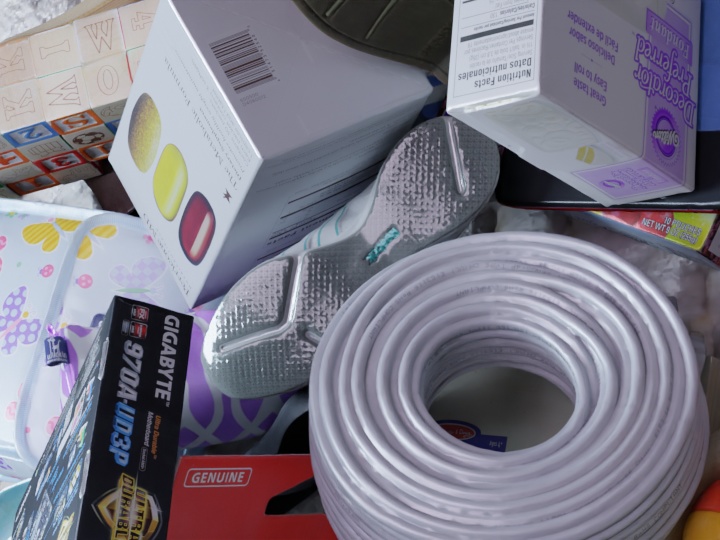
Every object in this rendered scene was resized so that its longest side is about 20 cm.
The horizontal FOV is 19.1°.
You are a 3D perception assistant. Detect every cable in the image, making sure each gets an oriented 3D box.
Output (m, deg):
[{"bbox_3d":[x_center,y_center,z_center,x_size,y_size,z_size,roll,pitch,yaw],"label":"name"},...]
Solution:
[{"bbox_3d":[0.072,0.071,1.055,0.199,0.069,0.201,2,52,7],"label":"cable"}]

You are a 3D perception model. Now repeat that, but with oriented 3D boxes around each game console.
[{"bbox_3d":[0.160,-0.126,1.123,0.176,0.031,0.201,4,75,37],"label":"game console"}]

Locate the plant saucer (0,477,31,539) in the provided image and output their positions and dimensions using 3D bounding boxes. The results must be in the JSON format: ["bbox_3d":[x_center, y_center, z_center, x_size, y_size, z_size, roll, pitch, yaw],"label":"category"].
[{"bbox_3d":[-0.174,0.217,1.216,0.199,0.027,0.201,-9,75,35],"label":"plant saucer"}]

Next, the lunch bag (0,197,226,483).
[{"bbox_3d":[-0.165,0.052,1.309,0.199,0.127,0.170,11,75,35],"label":"lunch bag"}]

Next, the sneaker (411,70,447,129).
[{"bbox_3d":[0.007,-0.133,1.232,0.080,0.146,0.201,16,84,39],"label":"sneaker"}]

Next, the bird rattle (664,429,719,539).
[{"bbox_3d":[0.205,0.126,1.021,0.163,0.113,0.201,8,78,41],"label":"bird rattle"}]

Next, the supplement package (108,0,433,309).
[{"bbox_3d":[-0.056,-0.080,1.193,0.114,0.109,0.200,60,155,15],"label":"supplement package"}]

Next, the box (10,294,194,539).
[{"bbox_3d":[-0.141,0.135,1.077,0.159,0.046,0.200,-87,19,-45],"label":"box"}]

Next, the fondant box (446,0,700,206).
[{"bbox_3d":[0.111,-0.150,1.060,0.058,0.144,0.201,-8,68,38],"label":"fondant box"}]

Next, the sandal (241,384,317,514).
[{"bbox_3d":[-0.026,0.111,1.203,0.200,0.076,0.043,-44,51,47],"label":"sandal"}]

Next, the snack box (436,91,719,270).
[{"bbox_3d":[0.145,-0.096,1.177,0.200,0.053,0.143,22,87,39],"label":"snack box"}]

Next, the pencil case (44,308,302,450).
[{"bbox_3d":[-0.078,0.054,1.213,0.199,0.084,0.086,-7,45,-11],"label":"pencil case"}]

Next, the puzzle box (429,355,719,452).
[{"bbox_3d":[0.099,0.108,1.159,0.199,0.025,0.134,2,76,37],"label":"puzzle box"}]

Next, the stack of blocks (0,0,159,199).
[{"bbox_3d":[-0.195,-0.097,1.323,0.199,0.115,0.059,-16,74,7],"label":"stack of blocks"}]

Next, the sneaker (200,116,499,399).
[{"bbox_3d":[0.000,0.000,1.162,0.200,0.080,0.070,-41,82,2],"label":"sneaker"}]

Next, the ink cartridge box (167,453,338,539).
[{"bbox_3d":[-0.036,0.181,1.097,0.045,0.200,0.177,34,111,41],"label":"ink cartridge box"}]

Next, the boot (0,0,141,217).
[{"bbox_3d":[-0.189,-0.088,1.411,0.200,0.072,0.167,-36,54,17],"label":"boot"}]

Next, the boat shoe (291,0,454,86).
[{"bbox_3d":[0.025,-0.150,1.100,0.072,0.200,0.068,-35,42,29],"label":"boat shoe"}]
